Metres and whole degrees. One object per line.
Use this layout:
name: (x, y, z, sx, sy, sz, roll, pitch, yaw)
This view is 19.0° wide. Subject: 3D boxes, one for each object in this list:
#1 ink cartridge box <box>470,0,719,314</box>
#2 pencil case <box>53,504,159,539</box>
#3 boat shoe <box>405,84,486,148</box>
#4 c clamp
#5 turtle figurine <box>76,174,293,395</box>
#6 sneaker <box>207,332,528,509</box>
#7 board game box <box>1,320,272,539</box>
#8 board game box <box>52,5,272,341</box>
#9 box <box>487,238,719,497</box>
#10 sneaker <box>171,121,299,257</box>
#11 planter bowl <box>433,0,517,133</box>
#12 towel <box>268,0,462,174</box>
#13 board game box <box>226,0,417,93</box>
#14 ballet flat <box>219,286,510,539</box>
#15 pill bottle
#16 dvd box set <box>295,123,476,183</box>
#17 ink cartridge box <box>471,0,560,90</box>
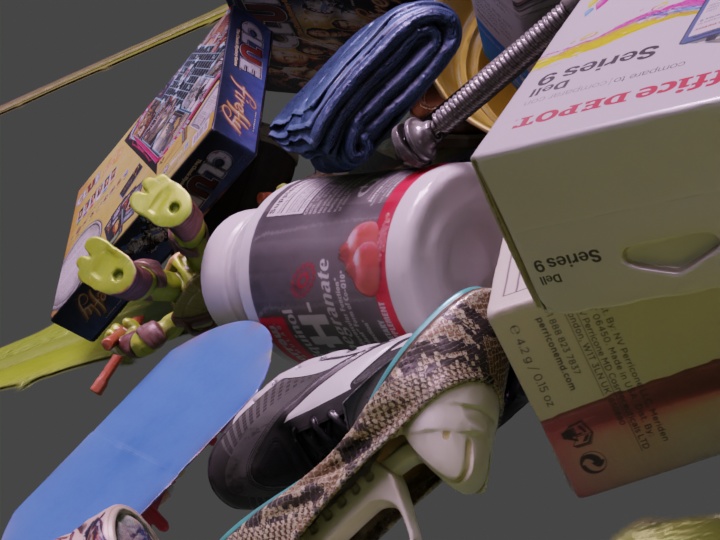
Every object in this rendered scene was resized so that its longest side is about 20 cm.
ink cartridge box: (0.155, -0.076, 0.927, 0.145, 0.088, 0.200, -12, 28, 34)
pencil case: (-0.179, 0.180, 1.053, 0.199, 0.078, 0.089, -22, 0, 13)
boat shoe: (0.073, -0.131, 1.443, 0.071, 0.068, 0.200, 5, 18, 11)
c clamp: (0.081, -0.115, 1.145, 0.200, 0.027, 0.171, -40, 3, 33)
turtle figurine: (-0.111, 0.011, 1.336, 0.200, 0.065, 0.161, -36, -26, 8)
sneaker: (0.010, 0.070, 1.083, 0.199, 0.067, 0.091, -23, 5, 7)
board game box: (-0.114, 0.112, 1.192, 0.200, 0.039, 0.158, -47, 20, -14)
board game box: (-0.131, -0.063, 1.424, 0.200, 0.034, 0.136, -46, 26, 34)
box: (0.173, 0.004, 0.993, 0.199, 0.109, 0.128, -20, 22, 19)
sneaker: (-0.118, -0.031, 1.511, 0.200, 0.075, 0.107, -28, 40, 61)
planter bowl: (0.144, -0.132, 1.353, 0.199, 0.084, 0.201, -8, 54, 11)
towel: (0.002, -0.108, 1.254, 0.112, 0.049, 0.200, -49, 6, -3)
board game box: (-0.017, -0.173, 1.450, 0.135, 0.200, 0.035, 6, 70, 12)
ballet flat: (0.014, 0.100, 1.001, 0.200, 0.068, 0.075, -46, 45, 5)
pill bottle: (0.000, 0.000, 1.222, 0.199, 0.111, 0.111, -3, 31, 49)
dvd box set: (0.020, -0.046, 1.429, 0.146, 0.030, 0.200, -28, 19, -2)
ink cartridge box: (0.118, -0.197, 1.228, 0.115, 0.200, 0.067, -32, 54, -8)
